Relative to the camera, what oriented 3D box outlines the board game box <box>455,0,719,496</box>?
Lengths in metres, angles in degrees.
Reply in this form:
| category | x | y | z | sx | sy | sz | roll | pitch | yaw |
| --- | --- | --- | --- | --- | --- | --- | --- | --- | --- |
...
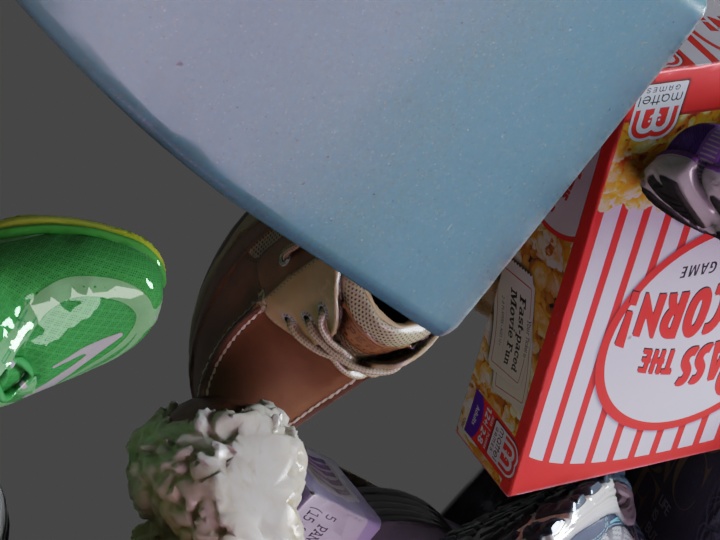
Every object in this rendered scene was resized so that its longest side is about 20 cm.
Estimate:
| category | x | y | z | sx | sy | sz | roll | pitch | yaw |
| --- | --- | --- | --- | --- | --- | --- | --- | --- | --- |
| board game box | 0.130 | -0.013 | 1.000 | 0.151 | 0.046 | 0.201 | -10 | 131 | -29 |

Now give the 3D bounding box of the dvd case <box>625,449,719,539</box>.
| category | x | y | z | sx | sy | sz | roll | pitch | yaw |
| --- | --- | --- | --- | --- | --- | --- | --- | --- | --- |
| dvd case | 0.164 | 0.105 | 1.128 | 0.016 | 0.149 | 0.201 | 9 | 121 | -26 |

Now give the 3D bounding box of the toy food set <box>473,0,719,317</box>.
| category | x | y | z | sx | sy | sz | roll | pitch | yaw |
| --- | --- | --- | --- | --- | --- | --- | --- | --- | --- |
| toy food set | 0.105 | -0.061 | 1.012 | 0.197 | 0.049 | 0.201 | -5 | 129 | -34 |

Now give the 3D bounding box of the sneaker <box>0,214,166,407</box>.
| category | x | y | z | sx | sy | sz | roll | pitch | yaw |
| --- | --- | --- | --- | --- | --- | --- | --- | --- | --- |
| sneaker | -0.154 | 0.042 | 0.884 | 0.199 | 0.084 | 0.074 | -19 | 135 | -23 |

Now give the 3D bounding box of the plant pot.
| category | x | y | z | sx | sy | sz | roll | pitch | yaw |
| --- | --- | --- | --- | --- | --- | --- | --- | --- | --- |
| plant pot | -0.026 | -0.103 | 0.811 | 0.199 | 0.141 | 0.142 | 27 | 107 | -37 |

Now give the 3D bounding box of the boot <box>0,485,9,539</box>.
| category | x | y | z | sx | sy | sz | roll | pitch | yaw |
| --- | --- | --- | --- | --- | --- | --- | --- | --- | --- |
| boot | -0.173 | 0.147 | 0.984 | 0.090 | 0.073 | 0.200 | 8 | 129 | -49 |

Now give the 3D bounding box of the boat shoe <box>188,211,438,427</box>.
| category | x | y | z | sx | sy | sz | roll | pitch | yaw |
| --- | --- | --- | --- | --- | --- | --- | --- | --- | --- |
| boat shoe | 0.000 | 0.000 | 0.939 | 0.075 | 0.074 | 0.200 | 26 | 125 | -21 |

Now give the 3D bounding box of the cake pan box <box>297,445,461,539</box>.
| category | x | y | z | sx | sy | sz | roll | pitch | yaw |
| --- | --- | --- | --- | --- | --- | --- | --- | --- | --- |
| cake pan box | -0.038 | 0.172 | 1.113 | 0.200 | 0.052 | 0.184 | -47 | 141 | 8 |

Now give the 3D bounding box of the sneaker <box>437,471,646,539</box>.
| category | x | y | z | sx | sy | sz | roll | pitch | yaw |
| --- | --- | --- | --- | --- | --- | --- | --- | --- | --- |
| sneaker | 0.092 | 0.133 | 1.077 | 0.077 | 0.087 | 0.200 | -24 | 175 | 17 |

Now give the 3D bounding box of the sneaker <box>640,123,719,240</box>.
| category | x | y | z | sx | sy | sz | roll | pitch | yaw |
| --- | --- | --- | --- | --- | --- | --- | --- | --- | --- |
| sneaker | 0.180 | -0.042 | 0.937 | 0.199 | 0.080 | 0.084 | 1 | 109 | -45 |

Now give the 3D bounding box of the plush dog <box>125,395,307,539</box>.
| category | x | y | z | sx | sy | sz | roll | pitch | yaw |
| --- | --- | --- | --- | --- | --- | --- | --- | --- | --- |
| plush dog | -0.088 | 0.164 | 0.940 | 0.200 | 0.161 | 0.172 | -41 | -177 | -42 |
